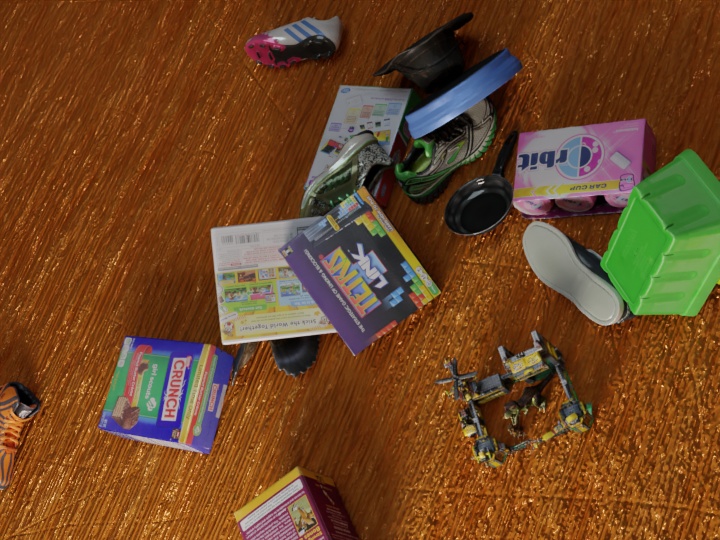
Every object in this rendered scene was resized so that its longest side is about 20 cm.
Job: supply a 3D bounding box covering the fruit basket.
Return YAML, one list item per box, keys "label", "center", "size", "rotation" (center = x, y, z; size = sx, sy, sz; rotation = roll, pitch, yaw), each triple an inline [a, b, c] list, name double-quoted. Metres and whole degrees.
- label: "fruit basket"
  center: [0.436, -0.040, 1.251]
  size: [0.215, 0.215, 0.156]
  rotation: [-36, 56, 13]

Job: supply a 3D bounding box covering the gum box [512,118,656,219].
- label: "gum box"
  center: [0.318, -0.144, 1.417]
  size: [0.199, 0.066, 0.114]
  rotation: [-3, 67, 31]

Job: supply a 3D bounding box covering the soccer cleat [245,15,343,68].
- label: "soccer cleat"
  center: [-0.118, -0.426, 1.812]
  size: [0.199, 0.070, 0.087]
  rotation: [3, 55, 30]

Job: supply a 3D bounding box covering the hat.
- label: "hat"
  center: [0.118, -0.336, 1.591]
  size: [0.200, 0.201, 0.081]
  rotation: [-32, 95, 16]

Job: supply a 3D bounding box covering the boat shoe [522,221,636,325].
- label: "boat shoe"
  center: [0.305, 0.004, 1.369]
  size: [0.200, 0.060, 0.076]
  rotation: [55, 129, 33]

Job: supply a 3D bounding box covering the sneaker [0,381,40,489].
- label: "sneaker"
  center: [-0.647, 0.292, 1.799]
  size: [0.112, 0.078, 0.201]
  rotation: [-29, 57, 19]

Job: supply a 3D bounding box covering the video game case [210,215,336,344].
- label: "video game case"
  center: [-0.125, 0.014, 1.527]
  size: [0.199, 0.023, 0.183]
  rotation: [-6, 87, -3]

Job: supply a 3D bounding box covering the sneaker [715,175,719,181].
- label: "sneaker"
  center: [0.533, -0.112, 1.279]
  size: [0.199, 0.078, 0.112]
  rotation: [20, 73, 30]

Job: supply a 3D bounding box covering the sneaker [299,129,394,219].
- label: "sneaker"
  center: [-0.021, -0.126, 1.566]
  size: [0.089, 0.077, 0.200]
  rotation: [40, 95, 28]

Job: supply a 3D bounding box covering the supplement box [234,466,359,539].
- label: "supplement box"
  center: [-0.075, 0.403, 1.398]
  size: [0.131, 0.103, 0.200]
  rotation: [-37, 55, 13]

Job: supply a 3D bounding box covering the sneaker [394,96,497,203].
- label: "sneaker"
  center: [0.136, -0.197, 1.539]
  size: [0.200, 0.085, 0.078]
  rotation: [-49, 54, 2]

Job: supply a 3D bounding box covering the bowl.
- label: "bowl"
  center: [0.155, -0.274, 1.507]
  size: [0.200, 0.201, 0.039]
  rotation: [-32, 100, 16]

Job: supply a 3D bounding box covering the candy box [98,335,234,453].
- label: "candy box"
  center: [-0.327, 0.206, 1.652]
  size: [0.199, 0.077, 0.170]
  rotation: [3, 71, 31]

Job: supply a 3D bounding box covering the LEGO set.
- label: "LEGO set"
  center: [0.204, 0.172, 1.319]
  size: [0.199, 0.116, 0.154]
  rotation: [-20, 61, 23]

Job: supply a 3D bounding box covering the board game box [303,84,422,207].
- label: "board game box"
  center: [0.003, -0.213, 1.654]
  size: [0.153, 0.040, 0.201]
  rotation: [11, 76, 34]

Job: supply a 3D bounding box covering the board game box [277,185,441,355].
- label: "board game box"
  center: [0.000, 0.000, 1.484]
  size: [0.165, 0.057, 0.200]
  rotation: [-37, 89, 4]

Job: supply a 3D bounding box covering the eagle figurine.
- label: "eagle figurine"
  center: [-0.160, 0.077, 1.596]
  size: [0.152, 0.150, 0.201]
  rotation: [170, 86, -70]

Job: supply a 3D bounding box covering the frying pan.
- label: "frying pan"
  center: [0.188, -0.126, 1.512]
  size: [0.115, 0.031, 0.191]
  rotation: [-12, 48, 29]
